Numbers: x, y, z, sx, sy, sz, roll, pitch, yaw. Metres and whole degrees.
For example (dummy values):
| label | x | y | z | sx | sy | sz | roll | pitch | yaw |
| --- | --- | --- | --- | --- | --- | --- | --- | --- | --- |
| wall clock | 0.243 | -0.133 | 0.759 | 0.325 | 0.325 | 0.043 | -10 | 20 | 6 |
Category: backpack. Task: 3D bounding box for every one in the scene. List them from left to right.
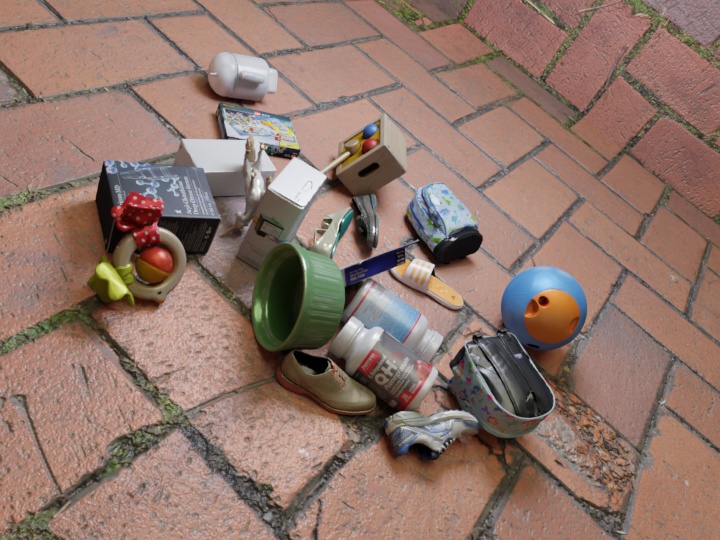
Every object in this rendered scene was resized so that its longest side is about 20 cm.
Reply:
| label | x | y | z | sx | sy | sz | roll | pitch | yaw |
| --- | --- | --- | --- | --- | --- | --- | --- | --- | --- |
| backpack | 0.212 | -0.134 | 1.631 | 0.163 | 0.154 | 0.200 | -14 | 45 | -34 |
| backpack | 0.289 | 0.243 | 1.270 | 0.177 | 0.151 | 0.200 | -5 | 45 | -34 |

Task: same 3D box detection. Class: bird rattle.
| label | x | y | z | sx | sy | sz | roll | pitch | yaw |
| --- | --- | --- | --- | --- | --- | --- | --- | --- | --- |
| bird rattle | -0.385 | -0.028 | 1.092 | 0.163 | 0.112 | 0.201 | 34 | 71 | -42 |

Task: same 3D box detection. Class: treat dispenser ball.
| label | x | y | z | sx | sy | sz | roll | pitch | yaw |
| --- | --- | --- | --- | --- | --- | --- | --- | --- | --- |
| treat dispenser ball | 0.440 | 0.090 | 1.490 | 0.200 | 0.201 | 0.201 | 19 | 41 | -17 |

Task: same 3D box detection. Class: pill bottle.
| label | x | y | z | sx | sy | sz | roll | pitch | yaw |
| --- | --- | --- | --- | --- | --- | --- | --- | --- | --- |
| pill bottle | 0.041 | 0.180 | 1.197 | 0.200 | 0.111 | 0.111 | 36 | 39 | 3 |
| pill bottle | 0.067 | 0.114 | 1.284 | 0.200 | 0.109 | 0.109 | 35 | 39 | 2 |

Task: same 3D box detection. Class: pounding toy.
| label | x | y | z | sx | sy | sz | roll | pitch | yaw |
| --- | --- | --- | --- | --- | --- | --- | --- | --- | --- |
| pounding toy | 0.000 | -0.291 | 1.612 | 0.142 | 0.199 | 0.185 | 45 | 30 | -32 |

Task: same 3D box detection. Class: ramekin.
| label | x | y | z | sx | sy | sz | roll | pitch | yaw |
| --- | --- | --- | --- | --- | --- | --- | --- | --- | --- |
| ramekin | -0.115 | 0.054 | 1.157 | 0.097 | 0.200 | 0.201 | 11 | 43 | -35 |

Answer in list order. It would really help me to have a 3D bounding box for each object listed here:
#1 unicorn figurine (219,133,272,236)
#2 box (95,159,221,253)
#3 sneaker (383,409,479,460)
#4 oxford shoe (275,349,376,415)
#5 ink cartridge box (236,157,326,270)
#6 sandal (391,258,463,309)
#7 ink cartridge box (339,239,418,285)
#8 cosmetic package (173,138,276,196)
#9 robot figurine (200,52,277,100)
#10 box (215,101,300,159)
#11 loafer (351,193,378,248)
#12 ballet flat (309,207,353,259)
| label | x | y | z | sx | sy | sz | roll | pitch | yaw |
| --- | --- | --- | --- | --- | --- | --- | --- | --- | --- |
| unicorn figurine | -0.231 | -0.179 | 1.317 | 0.073 | 0.137 | 0.201 | 16 | 57 | -14 |
| box | -0.397 | -0.121 | 1.211 | 0.199 | 0.107 | 0.149 | -1 | 51 | -34 |
| sneaker | 0.138 | 0.316 | 1.167 | 0.199 | 0.077 | 0.086 | 3 | 57 | -22 |
| oxford shoe | -0.053 | 0.205 | 1.134 | 0.199 | 0.075 | 0.071 | 22 | 40 | -14 |
| ink cartridge box | -0.164 | -0.114 | 1.287 | 0.084 | 0.200 | 0.145 | 31 | 39 | -4 |
| sandal | 0.170 | 0.016 | 1.494 | 0.206 | 0.059 | 0.079 | 30 | 39 | -5 |
| ink cartridge box | 0.000 | 0.000 | 1.293 | 0.199 | 0.200 | 0.041 | -21 | 91 | -44 |
| cosmetic package | -0.307 | -0.234 | 1.410 | 0.199 | 0.081 | 0.113 | -8 | 54 | -38 |
| robot figurine | -0.323 | -0.521 | 1.667 | 0.199 | 0.114 | 0.169 | -4 | 13 | -37 |
| box | -0.264 | -0.359 | 1.600 | 0.199 | 0.038 | 0.137 | 5 | 47 | -30 |
| loafer | 0.010 | -0.122 | 1.534 | 0.063 | 0.072 | 0.200 | 3 | 37 | -5 |
| ballet flat | -0.070 | -0.093 | 1.444 | 0.069 | 0.070 | 0.200 | 29 | 39 | -5 |
